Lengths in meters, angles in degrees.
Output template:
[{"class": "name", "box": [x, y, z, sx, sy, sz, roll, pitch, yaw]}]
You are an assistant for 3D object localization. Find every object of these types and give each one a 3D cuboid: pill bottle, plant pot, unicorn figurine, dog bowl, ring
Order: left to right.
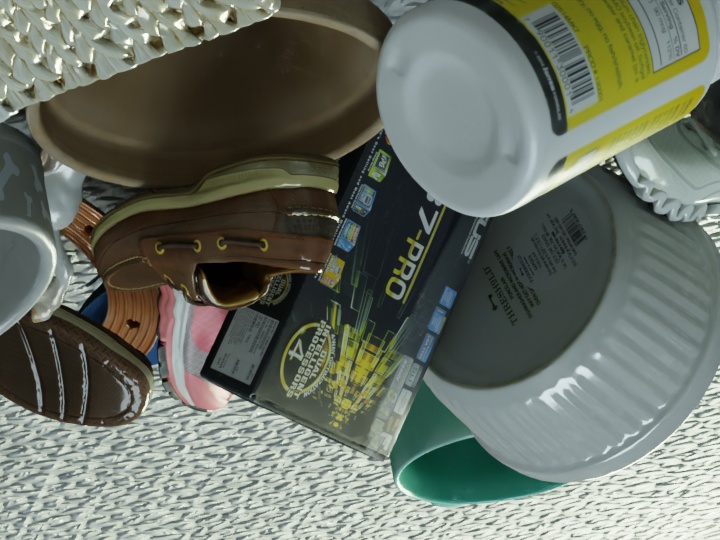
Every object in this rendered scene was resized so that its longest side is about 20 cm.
[{"class": "dog bowl", "box": [-0.252, -0.001, 1.445, 0.200, 0.059, 0.200, -23, 158, -10]}, {"class": "ring", "box": [-0.218, 0.002, 1.687, 0.200, 0.019, 0.201, 8, 137, 8]}, {"class": "unicorn figurine", "box": [-0.199, -0.045, 1.570, 0.199, 0.074, 0.138, 5, 121, -2]}, {"class": "plant pot", "box": [-0.080, -0.126, 1.433, 0.200, 0.093, 0.201, -6, 155, -3]}, {"class": "pill bottle", "box": [0.113, -0.114, 1.406, 0.200, 0.114, 0.114, -28, 171, -38]}]

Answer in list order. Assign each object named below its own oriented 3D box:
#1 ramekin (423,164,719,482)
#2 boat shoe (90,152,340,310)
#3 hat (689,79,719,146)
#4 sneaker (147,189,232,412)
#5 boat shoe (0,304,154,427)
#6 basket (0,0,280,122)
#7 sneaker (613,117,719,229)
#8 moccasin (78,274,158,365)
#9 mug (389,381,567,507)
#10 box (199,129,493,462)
[{"class": "ramekin", "box": [0.122, 0.023, 1.706, 0.200, 0.201, 0.105, -22, 142, 30]}, {"class": "boat shoe", "box": [-0.084, -0.011, 1.492, 0.072, 0.068, 0.200, 5, 165, -38]}, {"class": "hat", "box": [0.232, -0.109, 1.509, 0.081, 0.201, 0.201, 29, 152, 1]}, {"class": "sneaker", "box": [-0.078, 0.010, 1.627, 0.086, 0.074, 0.201, 2, 130, 5]}, {"class": "boat shoe", "box": [-0.213, 0.027, 1.645, 0.202, 0.075, 0.075, 23, 124, 4]}, {"class": "basket", "box": [-0.147, -0.196, 1.130, 0.160, 0.201, 0.198, -16, 155, 13]}, {"class": "sneaker", "box": [0.227, -0.068, 1.694, 0.200, 0.075, 0.081, 19, 126, -43]}, {"class": "moccasin", "box": [-0.097, -0.002, 1.715, 0.200, 0.068, 0.080, -27, 121, 30]}, {"class": "mug", "box": [0.079, 0.093, 1.937, 0.185, 0.115, 0.152, -24, 152, 34]}, {"class": "box", "box": [0.000, 0.000, 1.620, 0.049, 0.200, 0.161, 21, 174, 33]}]
